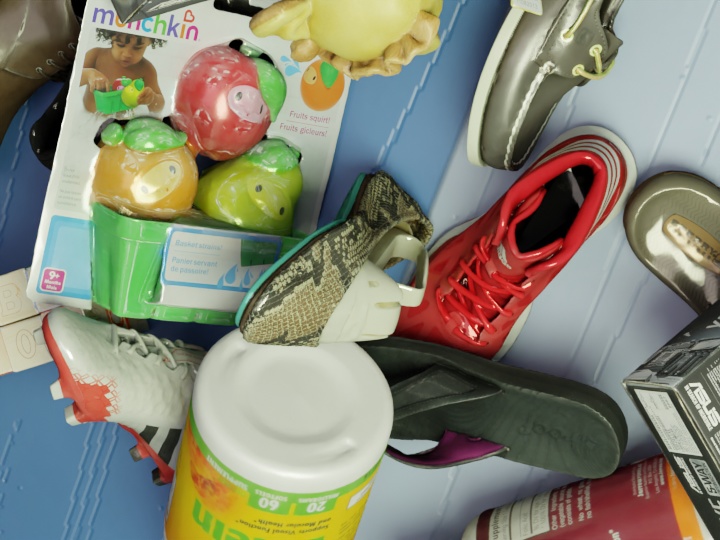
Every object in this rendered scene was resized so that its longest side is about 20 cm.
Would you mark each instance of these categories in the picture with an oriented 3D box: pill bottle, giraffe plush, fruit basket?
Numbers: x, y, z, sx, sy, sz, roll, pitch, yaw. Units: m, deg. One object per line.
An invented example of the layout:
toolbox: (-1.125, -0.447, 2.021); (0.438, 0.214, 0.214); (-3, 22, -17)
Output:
pill bottle: (0.125, 0.179, 1.043); (0.199, 0.114, 0.115); (-21, 89, 17)
giraffe plush: (0.031, -0.174, 0.969); (0.172, 0.201, 0.162); (31, 138, -26)
pill bottle: (-0.054, 0.130, 1.058); (0.111, 0.111, 0.200); (30, 138, 12)
fruit basket: (-0.087, -0.067, 1.060); (0.094, 0.184, 0.201); (35, 112, 51)

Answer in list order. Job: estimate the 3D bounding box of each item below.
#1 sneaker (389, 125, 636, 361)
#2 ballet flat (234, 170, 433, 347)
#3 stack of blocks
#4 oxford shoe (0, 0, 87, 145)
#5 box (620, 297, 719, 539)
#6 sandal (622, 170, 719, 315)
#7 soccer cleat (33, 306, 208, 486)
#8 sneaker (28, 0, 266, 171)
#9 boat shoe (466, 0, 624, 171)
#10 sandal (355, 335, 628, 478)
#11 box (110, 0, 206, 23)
sneaker: (0.070, -0.001, 1.042); (0.078, 0.115, 0.200); (39, 105, 10)
ballet flat: (0.000, 0.000, 1.023); (0.075, 0.200, 0.068); (32, 117, 5)
stack of blocks: (-0.247, 0.043, 1.143); (0.199, 0.115, 0.059); (-17, 90, 17)
oxford shoe: (-0.202, -0.138, 1.135); (0.084, 0.073, 0.201); (29, 103, 10)
box: (0.249, 0.094, 0.959); (0.157, 0.050, 0.201); (-37, 104, -20)
sandal: (0.234, 0.015, 1.024); (0.200, 0.055, 0.082); (38, 105, 4)
soccer cleat: (-0.121, 0.065, 1.076); (0.085, 0.200, 0.069); (-27, 56, 6)
sneaker: (-0.121, -0.127, 1.101); (0.076, 0.091, 0.200); (43, 104, 14)
boat shoe: (0.122, -0.143, 1.036); (0.060, 0.072, 0.202); (26, 99, 17)
sandal: (0.051, 0.082, 1.043); (0.200, 0.048, 0.076); (7, 130, 31)
box: (-0.078, -0.239, 1.030); (0.049, 0.199, 0.162); (-26, 87, 54)
